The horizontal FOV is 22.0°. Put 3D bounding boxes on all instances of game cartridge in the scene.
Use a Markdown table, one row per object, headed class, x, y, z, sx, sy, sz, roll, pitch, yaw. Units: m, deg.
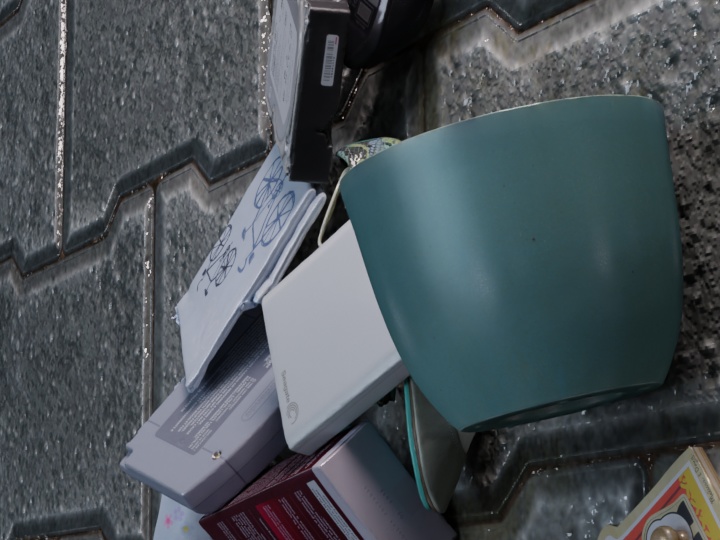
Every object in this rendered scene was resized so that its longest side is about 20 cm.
| class | x | y | z | sx | sy | sz | roll | pitch | yaw |
| --- | --- | --- | --- | --- | --- | --- | --- | --- | --- |
| game cartridge | -0.089 | 0.099 | 1.447 | 0.200 | 0.041 | 0.133 | -49 | 29 | -16 |

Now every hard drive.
| class | x | y | z | sx | sy | sz | roll | pitch | yaw |
| --- | --- | --- | --- | --- | --- | --- | --- | --- | --- |
| hard drive | 0.007 | 0.022 | 1.285 | 0.200 | 0.027 | 0.132 | -41 | 46 | 36 |
| hard drive | -0.045 | -0.170 | 1.450 | 0.200 | 0.038 | 0.140 | -105 | 21 | -63 |

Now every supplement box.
| class | x | y | z | sx | sy | sz | roll | pitch | yaw |
| --- | --- | --- | --- | --- | --- | --- | --- | --- | --- |
| supplement box | -0.028 | 0.190 | 1.362 | 0.109 | 0.061 | 0.200 | 53 | 144 | -5 |

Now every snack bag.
| class | x | y | z | sx | sy | sz | roll | pitch | yaw |
| --- | --- | --- | --- | --- | --- | --- | --- | --- | --- |
| snack bag | -0.092 | -0.009 | 1.497 | 0.201 | 0.021 | 0.189 | -57 | 18 | 13 |

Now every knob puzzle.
| class | x | y | z | sx | sy | sz | roll | pitch | yaw |
| --- | --- | --- | --- | --- | --- | --- | --- | --- | --- |
| knob puzzle | 0.173 | 0.232 | 1.082 | 0.219 | 0.030 | 0.221 | -15 | 72 | 59 |

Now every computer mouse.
| class | x | y | z | sx | sy | sz | roll | pitch | yaw |
| --- | --- | --- | --- | --- | --- | --- | --- | --- | --- |
| computer mouse | 0.038 | -0.240 | 1.378 | 0.201 | 0.052 | 0.139 | -69 | 28 | 22 |

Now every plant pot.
| class | x | y | z | sx | sy | sz | roll | pitch | yaw |
| --- | --- | --- | --- | --- | --- | --- | --- | --- | --- |
| plant pot | 0.101 | 0.005 | 1.097 | 0.200 | 0.200 | 0.162 | -26 | 74 | 56 |

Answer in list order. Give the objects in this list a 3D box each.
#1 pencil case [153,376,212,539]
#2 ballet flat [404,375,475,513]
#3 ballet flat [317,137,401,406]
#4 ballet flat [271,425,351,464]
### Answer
| class | x | y | z | sx | sy | sz | roll | pitch | yaw |
| --- | --- | --- | --- | --- | --- | --- | --- | --- | --- |
| pencil case | -0.133 | 0.192 | 1.571 | 0.091 | 0.083 | 0.201 | 23 | 104 | 48 |
| ballet flat | 0.056 | 0.067 | 1.286 | 0.067 | 0.063 | 0.201 | 58 | -161 | -61 |
| ballet flat | 0.000 | 0.000 | 1.382 | 0.074 | 0.074 | 0.201 | -13 | 70 | 59 |
| ballet flat | -0.048 | 0.136 | 1.462 | 0.200 | 0.069 | 0.070 | 31 | 111 | 57 |
